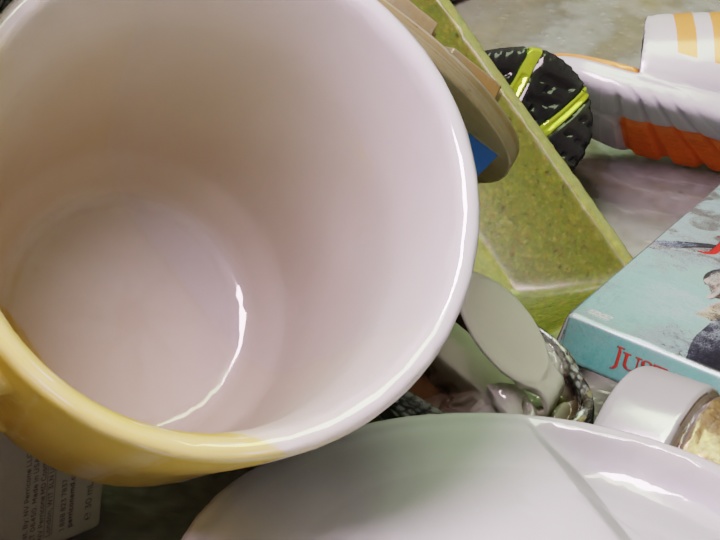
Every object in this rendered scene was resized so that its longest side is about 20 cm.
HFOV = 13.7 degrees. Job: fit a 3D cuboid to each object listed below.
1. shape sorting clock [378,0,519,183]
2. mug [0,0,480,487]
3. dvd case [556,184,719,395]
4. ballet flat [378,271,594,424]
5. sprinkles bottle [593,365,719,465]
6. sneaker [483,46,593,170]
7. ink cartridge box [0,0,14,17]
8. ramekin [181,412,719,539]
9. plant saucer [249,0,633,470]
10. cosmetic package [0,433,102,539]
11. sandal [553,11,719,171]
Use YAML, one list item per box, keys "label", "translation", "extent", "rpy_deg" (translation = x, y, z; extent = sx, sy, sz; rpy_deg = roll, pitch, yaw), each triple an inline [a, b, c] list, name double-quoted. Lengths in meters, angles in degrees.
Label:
- label: "shape sorting clock"
  translation: [-0.037, -0.085, 0.952]
  extent: [0.200, 0.039, 0.200]
  rpy_deg: [32, -6, 4]
- label: "mug"
  translation: [-0.075, -0.003, 0.875]
  extent: [0.186, 0.150, 0.153]
  rpy_deg: [0, -14, -15]
- label: "dvd case"
  translation: [0.171, 0.020, 1.091]
  extent: [0.146, 0.022, 0.200]
  rpy_deg: [23, 23, 18]
- label: "ballet flat"
  translation: [0.000, 0.000, 0.998]
  extent: [0.200, 0.072, 0.072]
  rpy_deg: [38, 30, -8]
- label: "sprinkles bottle"
  translation: [0.168, 0.093, 0.957]
  extent: [0.199, 0.068, 0.068]
  rpy_deg: [20, 33, 23]
- label: "sneaker"
  translation: [-0.011, -0.044, 1.183]
  extent: [0.199, 0.076, 0.076]
  rpy_deg: [-4, -2, -9]
- label: "ink cartridge box"
  translation: [-0.162, -0.011, 0.822]
  extent: [0.050, 0.161, 0.200]
  rpy_deg: [32, 59, 3]
- label: "ramekin"
  translation: [0.044, 0.131, 0.844]
  extent: [0.202, 0.095, 0.203]
  rpy_deg: [4, 30, -2]
- label: "plant saucer"
  translation: [-0.024, -0.029, 1.079]
  extent: [0.200, 0.048, 0.200]
  rpy_deg: [-28, 80, -42]
- label: "cosmetic package"
  translation: [-0.188, 0.062, 0.947]
  extent: [0.200, 0.071, 0.105]
  rpy_deg: [-22, 41, -39]
- label: "sandal"
  translation: [0.173, -0.072, 1.229]
  extent: [0.206, 0.059, 0.079]
  rpy_deg: [12, -13, -1]
